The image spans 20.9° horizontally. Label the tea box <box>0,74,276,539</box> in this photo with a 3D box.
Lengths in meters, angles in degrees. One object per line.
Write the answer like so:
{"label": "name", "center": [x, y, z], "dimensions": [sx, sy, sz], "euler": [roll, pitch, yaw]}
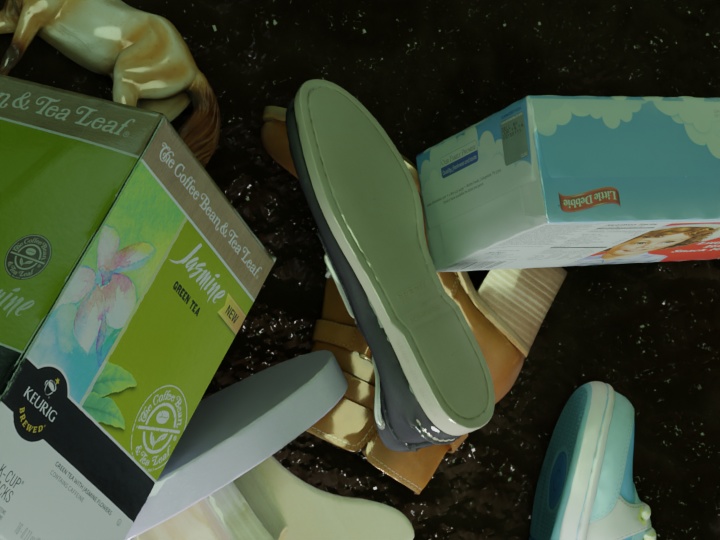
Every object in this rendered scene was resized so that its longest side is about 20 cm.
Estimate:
{"label": "tea box", "center": [-0.183, 0.019, 0.921], "dimensions": [0.199, 0.134, 0.197], "euler": [16, 68, 32]}

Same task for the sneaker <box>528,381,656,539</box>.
{"label": "sneaker", "center": [0.160, 0.165, 1.084], "dimensions": [0.130, 0.080, 0.201], "euler": [8, 97, -4]}

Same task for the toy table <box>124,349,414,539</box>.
{"label": "toy table", "center": [-0.074, 0.138, 0.997], "dimensions": [0.200, 0.184, 0.117], "euler": [-29, 100, -12]}

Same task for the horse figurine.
{"label": "horse figurine", "center": [-0.148, -0.115, 1.062], "dimensions": [0.200, 0.050, 0.133], "euler": [37, 68, 4]}

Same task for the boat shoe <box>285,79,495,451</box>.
{"label": "boat shoe", "center": [0.000, 0.000, 1.007], "dimensions": [0.073, 0.063, 0.201], "euler": [-13, 76, -49]}

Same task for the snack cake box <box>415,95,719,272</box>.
{"label": "snack cake box", "center": [0.145, -0.046, 1.031], "dimensions": [0.199, 0.115, 0.068], "euler": [-2, 78, -29]}

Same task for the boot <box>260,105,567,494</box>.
{"label": "boot", "center": [-0.002, 0.015, 1.072], "dimensions": [0.200, 0.074, 0.155], "euler": [34, 89, -2]}
